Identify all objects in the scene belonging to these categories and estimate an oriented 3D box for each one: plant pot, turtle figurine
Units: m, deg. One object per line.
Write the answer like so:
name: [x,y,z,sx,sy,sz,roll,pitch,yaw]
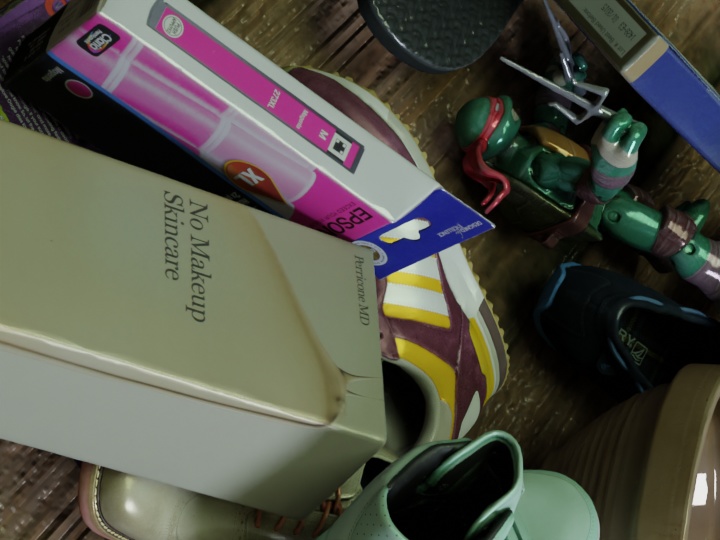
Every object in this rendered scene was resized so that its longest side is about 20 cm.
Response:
plant pot: [0.138,0.145,1.051,0.201,0.092,0.202,3,90,-70]
turtle figurine: [0.118,-0.058,1.107,0.200,0.101,0.150,34,18,-27]

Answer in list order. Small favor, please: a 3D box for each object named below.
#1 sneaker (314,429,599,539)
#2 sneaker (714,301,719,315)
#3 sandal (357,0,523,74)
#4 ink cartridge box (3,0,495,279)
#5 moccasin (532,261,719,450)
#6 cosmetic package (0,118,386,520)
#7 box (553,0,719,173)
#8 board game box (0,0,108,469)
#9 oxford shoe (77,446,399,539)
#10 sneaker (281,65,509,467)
sneaker: [0.058,0.109,0.878,0.200,0.118,0.074,-15,64,-45]
sneaker: [0.240,0.003,1.142,0.071,0.080,0.200,32,13,-13]
sandal: [0.046,-0.149,1.100,0.200,0.048,0.076,-38,105,-55]
ink cartridge box: [-0.047,-0.050,0.888,0.199,0.095,0.037,33,60,-22]
moccasin: [0.176,0.060,1.136,0.199,0.068,0.081,22,90,-37]
cosmetic package: [-0.093,0.020,0.834,0.199,0.073,0.104,17,48,-28]
box: [0.165,-0.107,1.137,0.200,0.032,0.121,33,17,-48]
board game box: [-0.123,-0.014,0.915,0.120,0.032,0.201,-42,110,-36]
oxford shoe: [-0.038,0.092,0.912,0.199,0.073,0.071,5,93,-52]
sneaker: [0.000,0.000,0.994,0.201,0.075,0.090,58,43,-15]
